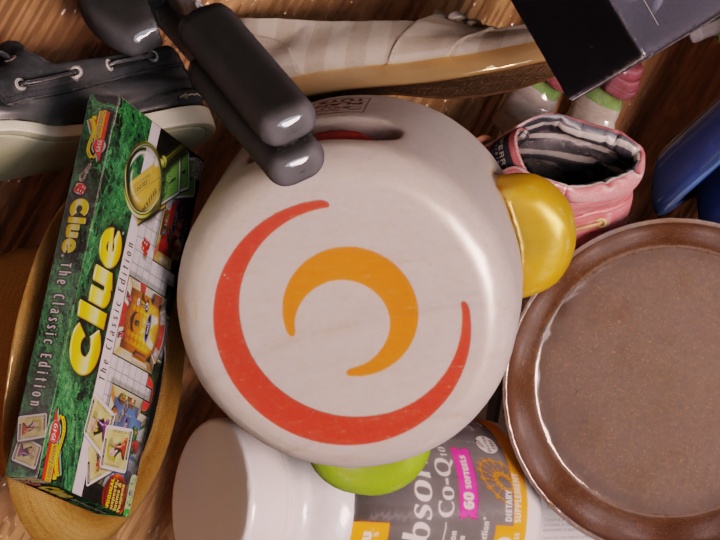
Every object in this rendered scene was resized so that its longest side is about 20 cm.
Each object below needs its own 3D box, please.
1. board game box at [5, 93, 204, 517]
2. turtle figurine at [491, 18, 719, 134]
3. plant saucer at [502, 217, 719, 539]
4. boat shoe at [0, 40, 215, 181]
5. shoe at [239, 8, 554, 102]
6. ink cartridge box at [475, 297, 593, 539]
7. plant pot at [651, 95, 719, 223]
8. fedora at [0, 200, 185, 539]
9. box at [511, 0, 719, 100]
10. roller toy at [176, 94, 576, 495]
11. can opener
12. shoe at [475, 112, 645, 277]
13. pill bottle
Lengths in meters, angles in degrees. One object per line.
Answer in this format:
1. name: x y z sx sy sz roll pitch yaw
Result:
1. board game box: -0.130 0.020 1.216 0.105 0.023 0.201 34 64 -61
2. turtle figurine: 0.176 -0.143 1.382 0.199 0.144 0.195 29 112 6
3. plant saucer: 0.183 0.067 1.377 0.199 0.034 0.202 0 98 2
4. boat shoe: -0.176 -0.091 1.255 0.198 0.075 0.067 -9 74 -24
5. shoe: 0.023 -0.126 1.329 0.199 0.070 0.054 -6 84 0
6. ink cartridge box: 0.152 0.083 1.489 0.144 0.083 0.201 2 103 -32
7. plant pot: 0.310 -0.060 1.432 0.180 0.200 0.200 52 41 8
8. fedora: -0.166 0.051 1.270 0.200 0.081 0.202 5 90 -66
9. box: 0.147 -0.225 1.210 0.182 0.104 0.201 -32 91 -19
10. roller toy: 0.000 0.000 1.277 0.182 0.140 0.200 36 110 -6
11. can opener: -0.084 -0.107 1.229 0.066 0.200 0.053 -29 134 -16
12. shoe: 0.064 -0.050 1.361 0.199 0.072 0.091 5 141 -11
13. pill bottle: -0.002 0.141 1.387 0.199 0.116 0.117 6 102 -32
